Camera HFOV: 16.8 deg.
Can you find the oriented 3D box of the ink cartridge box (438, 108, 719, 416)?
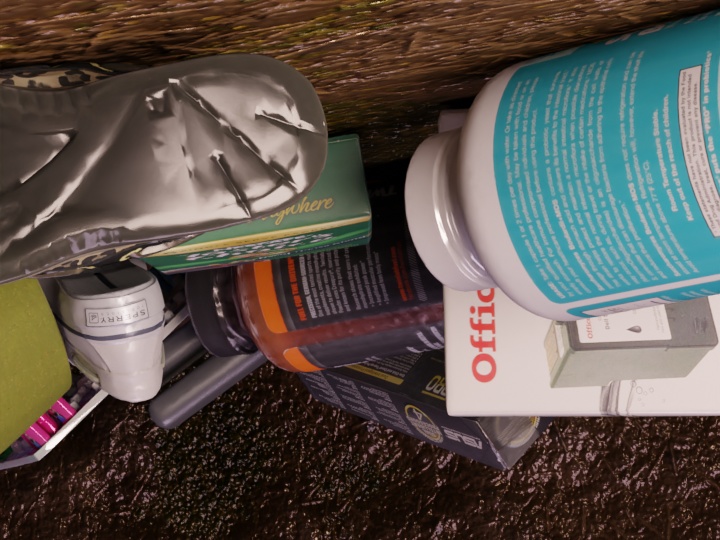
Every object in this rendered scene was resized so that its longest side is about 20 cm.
[{"bbox_3d":[0.140,-0.005,1.138,0.199,0.146,0.084,-2,179,14],"label":"ink cartridge box"}]

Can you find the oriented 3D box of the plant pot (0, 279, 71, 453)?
[{"bbox_3d":[-0.262,0.059,1.290,0.199,0.188,0.187,-24,-179,-17],"label":"plant pot"}]

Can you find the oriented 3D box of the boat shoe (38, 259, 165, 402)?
[{"bbox_3d":[-0.148,0.024,1.337,0.073,0.067,0.200,-9,-166,-9],"label":"boat shoe"}]

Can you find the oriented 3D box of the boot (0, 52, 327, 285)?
[{"bbox_3d":[-0.121,-0.030,0.847,0.203,0.074,0.154,-8,180,-10],"label":"boot"}]

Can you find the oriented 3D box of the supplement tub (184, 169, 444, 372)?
[{"bbox_3d":[0.000,0.000,1.415,0.199,0.107,0.107,-11,177,22],"label":"supplement tub"}]

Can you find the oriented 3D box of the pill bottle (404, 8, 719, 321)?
[{"bbox_3d":[0.116,-0.041,0.984,0.199,0.111,0.111,-12,176,37],"label":"pill bottle"}]

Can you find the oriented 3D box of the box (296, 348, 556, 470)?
[{"bbox_3d":[0.069,0.029,1.486,0.161,0.049,0.200,-45,-148,-21],"label":"box"}]

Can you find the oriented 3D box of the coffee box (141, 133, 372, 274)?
[{"bbox_3d":[-0.055,-0.030,1.259,0.122,0.044,0.200,-9,177,-2],"label":"coffee box"}]

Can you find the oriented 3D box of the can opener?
[{"bbox_3d":[-0.054,0.027,1.532,0.200,0.053,0.066,-36,168,-3],"label":"can opener"}]

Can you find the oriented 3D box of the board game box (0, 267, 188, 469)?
[{"bbox_3d":[-0.159,0.047,1.568,0.200,0.026,0.200,-45,-172,-17],"label":"board game box"}]
